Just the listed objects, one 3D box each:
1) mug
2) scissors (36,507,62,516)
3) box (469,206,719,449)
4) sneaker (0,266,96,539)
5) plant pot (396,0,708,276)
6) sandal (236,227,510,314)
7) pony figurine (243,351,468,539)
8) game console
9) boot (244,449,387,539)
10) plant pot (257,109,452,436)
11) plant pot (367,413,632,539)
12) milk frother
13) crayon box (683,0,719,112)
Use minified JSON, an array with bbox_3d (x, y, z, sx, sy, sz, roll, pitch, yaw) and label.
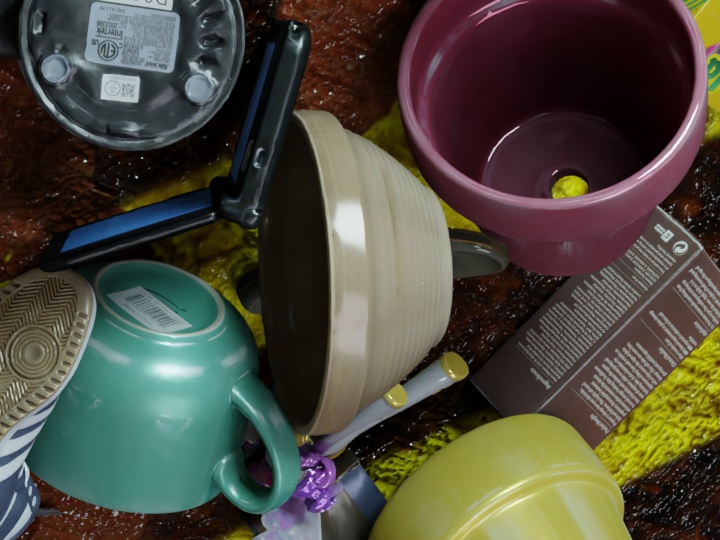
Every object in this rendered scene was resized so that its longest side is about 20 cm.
[{"bbox_3d":[-0.126,0.067,1.517,0.184,0.152,0.115,11,119,-12],"label":"mug"},{"bbox_3d":[-0.289,0.166,1.595,0.200,0.014,0.073,24,105,-49],"label":"scissors"},{"bbox_3d":[0.192,0.053,1.847,0.200,0.075,0.100,-46,141,1],"label":"box"},{"bbox_3d":[-0.214,0.091,1.440,0.201,0.070,0.108,-60,167,-2],"label":"sneaker"},{"bbox_3d":[0.131,-0.090,1.591,0.200,0.200,0.179,-35,155,-9],"label":"plant pot"},{"bbox_3d":[0.009,0.013,1.590,0.199,0.055,0.082,-11,162,20],"label":"sandal"},{"bbox_3d":[-0.041,0.121,1.654,0.200,0.167,0.193,-41,170,26],"label":"pony figurine"},{"bbox_3d":[-0.110,-0.077,1.419,0.116,0.200,0.177,16,95,-7],"label":"game console"},{"bbox_3d":[0.000,0.215,1.828,0.097,0.075,0.200,-40,139,1],"label":"boot"},{"bbox_3d":[0.000,0.000,1.487,0.092,0.201,0.202,-3,128,-16],"label":"plant pot"},{"bbox_3d":[0.133,0.240,1.767,0.200,0.189,0.201,-22,139,-21],"label":"plant pot"},{"bbox_3d":[-0.140,-0.179,1.296,0.180,0.188,0.201,24,91,-11],"label":"milk frother"},{"bbox_3d":[0.302,-0.194,1.728,0.200,0.058,0.173,24,108,-48],"label":"crayon box"}]
